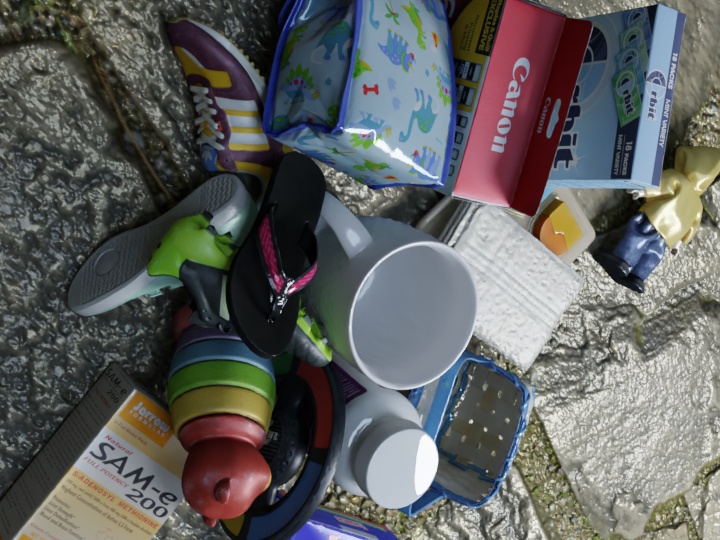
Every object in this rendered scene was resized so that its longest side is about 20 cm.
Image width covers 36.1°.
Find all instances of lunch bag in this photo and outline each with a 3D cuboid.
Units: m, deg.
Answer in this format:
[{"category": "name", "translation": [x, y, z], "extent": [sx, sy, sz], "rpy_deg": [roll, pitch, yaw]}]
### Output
[{"category": "lunch bag", "translation": [0.009, -0.197, 1.049], "extent": [0.169, 0.126, 0.204], "rpy_deg": [21, 77, -49]}]

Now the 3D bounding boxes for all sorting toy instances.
[{"category": "sorting toy", "translation": [0.175, -0.041, 1.269], "extent": [0.185, 0.036, 0.201], "rpy_deg": [-43, 122, -11]}]

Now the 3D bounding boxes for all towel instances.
[{"category": "towel", "translation": [0.155, 0.015, 1.239], "extent": [0.199, 0.034, 0.134], "rpy_deg": [36, 88, -30]}]

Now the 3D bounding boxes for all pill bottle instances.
[{"category": "pill bottle", "translation": [-0.005, 0.161, 1.136], "extent": [0.111, 0.199, 0.114], "rpy_deg": [-9, 111, -25]}]

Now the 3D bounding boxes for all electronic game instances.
[{"category": "electronic game", "translation": [-0.084, 0.174, 1.095], "extent": [0.041, 0.199, 0.202], "rpy_deg": [26, 93, -35]}]

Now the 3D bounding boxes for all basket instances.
[{"category": "basket", "translation": [0.108, 0.176, 1.223], "extent": [0.179, 0.137, 0.199], "rpy_deg": [-69, 160, 6]}]

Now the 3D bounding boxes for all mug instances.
[{"category": "mug", "translation": [0.000, 0.000, 1.100], "extent": [0.147, 0.175, 0.201], "rpy_deg": [-41, 121, -11]}]

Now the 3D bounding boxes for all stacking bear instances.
[{"category": "stacking bear", "translation": [-0.128, 0.136, 1.046], "extent": [0.112, 0.203, 0.122], "rpy_deg": [12, 142, -22]}]

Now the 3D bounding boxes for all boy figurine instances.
[{"category": "boy figurine", "translation": [0.369, -0.076, 1.352], "extent": [0.124, 0.064, 0.201], "rpy_deg": [37, 86, -33]}]

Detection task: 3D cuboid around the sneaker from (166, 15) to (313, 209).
[{"category": "sneaker", "translation": [-0.127, -0.144, 1.040], "extent": [0.090, 0.075, 0.200], "rpy_deg": [-48, 122, -13]}]

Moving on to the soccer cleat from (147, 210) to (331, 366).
[{"category": "soccer cleat", "translation": [-0.108, 0.031, 1.015], "extent": [0.081, 0.068, 0.200], "rpy_deg": [-42, 115, 10]}]

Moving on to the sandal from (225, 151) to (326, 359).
[{"category": "sandal", "translation": [-0.066, -0.022, 0.975], "extent": [0.075, 0.045, 0.203], "rpy_deg": [31, 59, -31]}]

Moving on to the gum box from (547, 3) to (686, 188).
[{"category": "gum box", "translation": [0.236, -0.173, 1.144], "extent": [0.044, 0.199, 0.173], "rpy_deg": [10, 89, -31]}]

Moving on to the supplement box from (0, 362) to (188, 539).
[{"category": "supplement box", "translation": [-0.252, 0.212, 1.088], "extent": [0.126, 0.073, 0.201], "rpy_deg": [42, 83, -33]}]

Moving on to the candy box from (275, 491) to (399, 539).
[{"category": "candy box", "translation": [-0.060, 0.371, 1.249], "extent": [0.168, 0.077, 0.202], "rpy_deg": [26, 94, -32]}]

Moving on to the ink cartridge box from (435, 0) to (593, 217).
[{"category": "ink cartridge box", "translation": [0.127, -0.174, 1.115], "extent": [0.083, 0.175, 0.203], "rpy_deg": [9, 102, -31]}]

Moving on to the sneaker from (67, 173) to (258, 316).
[{"category": "sneaker", "translation": [-0.174, 0.006, 1.061], "extent": [0.199, 0.074, 0.119], "rpy_deg": [-32, 136, 0]}]
